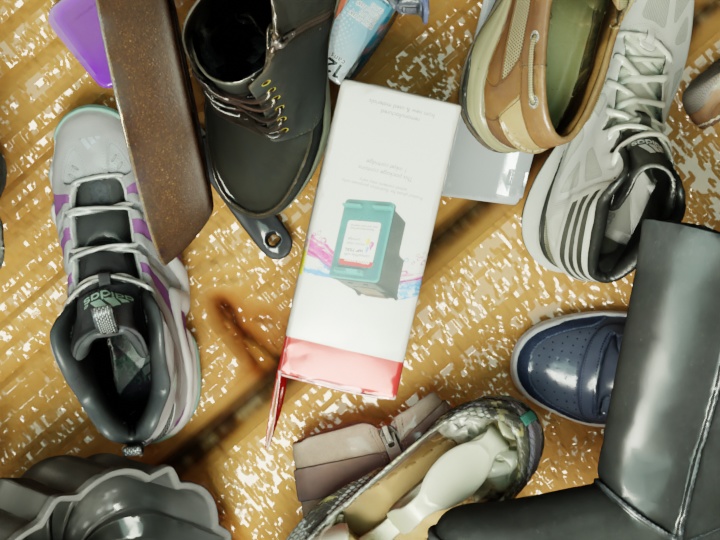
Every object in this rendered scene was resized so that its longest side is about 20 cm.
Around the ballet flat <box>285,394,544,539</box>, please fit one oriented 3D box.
[{"bbox_3d":[0.016,0.139,0.802,0.200,0.072,0.072,-41,92,1],"label":"ballet flat"}]

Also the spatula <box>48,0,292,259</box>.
[{"bbox_3d":[-0.104,-0.088,0.870,0.056,0.021,0.200,-38,95,-1],"label":"spatula"}]

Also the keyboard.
[{"bbox_3d":[0.091,-0.136,0.842,0.056,0.011,0.201,7,104,-23],"label":"keyboard"}]

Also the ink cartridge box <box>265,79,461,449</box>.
[{"bbox_3d":[0.000,0.000,0.827,0.067,0.116,0.201,13,95,-1],"label":"ink cartridge box"}]

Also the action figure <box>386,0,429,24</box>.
[{"bbox_3d":[0.005,-0.239,0.784,0.193,0.105,0.201,-4,72,-13],"label":"action figure"}]

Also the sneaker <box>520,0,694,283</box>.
[{"bbox_3d":[0.158,-0.085,0.811,0.075,0.115,0.201,13,97,-18],"label":"sneaker"}]

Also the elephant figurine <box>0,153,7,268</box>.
[{"bbox_3d":[-0.250,-0.043,0.816,0.200,0.155,0.142,-32,70,12],"label":"elephant figurine"}]

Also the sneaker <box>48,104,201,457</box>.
[{"bbox_3d":[-0.136,0.005,0.817,0.077,0.140,0.201,-15,94,2],"label":"sneaker"}]

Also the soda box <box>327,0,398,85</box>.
[{"bbox_3d":[-0.073,-0.185,0.838,0.200,0.068,0.064,34,96,-2],"label":"soda box"}]

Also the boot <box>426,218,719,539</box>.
[{"bbox_3d":[0.133,0.070,0.754,0.164,0.066,0.201,14,98,-18],"label":"boot"}]

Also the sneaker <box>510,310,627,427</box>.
[{"bbox_3d":[0.186,0.069,0.830,0.199,0.109,0.070,11,94,0],"label":"sneaker"}]

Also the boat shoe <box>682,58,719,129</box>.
[{"bbox_3d":[0.282,-0.120,0.835,0.199,0.076,0.072,-24,95,4],"label":"boat shoe"}]

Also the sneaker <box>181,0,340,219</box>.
[{"bbox_3d":[-0.062,-0.094,0.771,0.075,0.106,0.200,19,129,10],"label":"sneaker"}]

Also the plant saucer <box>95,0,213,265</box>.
[{"bbox_3d":[-0.106,-0.103,0.758,0.034,0.200,0.201,-11,93,-4],"label":"plant saucer"}]

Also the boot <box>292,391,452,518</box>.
[{"bbox_3d":[-0.005,0.166,0.869,0.199,0.070,0.147,-25,87,2],"label":"boot"}]

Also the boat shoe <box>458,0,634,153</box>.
[{"bbox_3d":[0.117,-0.156,0.787,0.075,0.074,0.201,12,93,-35],"label":"boat shoe"}]

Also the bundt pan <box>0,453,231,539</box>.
[{"bbox_3d":[-0.168,0.191,0.819,0.076,0.202,0.203,19,95,37],"label":"bundt pan"}]
